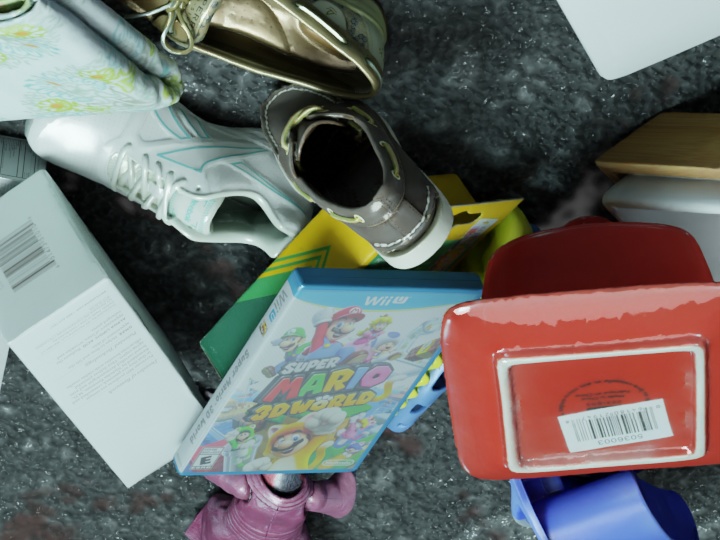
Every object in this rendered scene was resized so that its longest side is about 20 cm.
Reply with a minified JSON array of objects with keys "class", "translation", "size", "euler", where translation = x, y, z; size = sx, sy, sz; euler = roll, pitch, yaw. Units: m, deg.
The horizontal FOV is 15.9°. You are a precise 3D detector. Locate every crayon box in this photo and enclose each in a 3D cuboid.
[{"class":"crayon box","translation":[0.000,0.000,1.703],"size":[0.200,0.052,0.125],"euler":[-45,158,31]}]

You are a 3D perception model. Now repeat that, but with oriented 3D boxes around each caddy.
[{"class":"caddy","translation":[0.156,0.154,1.797],"size":[0.104,0.142,0.200],"euler":[-25,161,14]}]

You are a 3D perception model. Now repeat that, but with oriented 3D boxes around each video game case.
[{"class":"video game case","translation":[-0.022,0.069,1.694],"size":[0.142,0.018,0.200],"euler":[2,139,-32]}]

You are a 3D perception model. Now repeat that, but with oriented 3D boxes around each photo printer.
[{"class":"photo printer","translation":[0.201,-0.219,1.551],"size":[0.199,0.070,0.167],"euler":[-22,127,17]}]

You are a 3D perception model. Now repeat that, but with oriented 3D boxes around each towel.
[{"class":"towel","translation":[-0.222,-0.133,1.561],"size":[0.170,0.049,0.200],"euler":[1,166,20]}]

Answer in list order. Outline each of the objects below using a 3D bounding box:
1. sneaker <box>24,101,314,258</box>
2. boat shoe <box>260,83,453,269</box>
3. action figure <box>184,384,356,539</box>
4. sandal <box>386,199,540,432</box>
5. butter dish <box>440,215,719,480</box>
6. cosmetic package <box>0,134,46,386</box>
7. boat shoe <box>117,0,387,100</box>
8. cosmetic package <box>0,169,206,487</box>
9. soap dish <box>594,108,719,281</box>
[{"class":"sneaker","translation":[-0.121,-0.066,1.673],"size":[0.199,0.081,0.071],"euler":[15,131,-10]},{"class":"boat shoe","translation":[-0.014,-0.071,1.597],"size":[0.072,0.200,0.059],"euler":[-46,129,3]},{"class":"action figure","translation":[-0.075,0.176,1.841],"size":[0.133,0.150,0.201],"euler":[12,143,-3]},{"class":"sandal","translation":[0.078,0.044,1.770],"size":[0.087,0.080,0.200],"euler":[24,128,-24]},{"class":"butter dish","translation":[0.152,0.031,1.659],"size":[0.198,0.149,0.200],"euler":[-5,142,4]},{"class":"cosmetic package","translation":[-0.267,-0.003,1.742],"size":[0.082,0.051,0.201],"euler":[11,129,-10]},{"class":"boat shoe","translation":[-0.075,-0.162,1.601],"size":[0.199,0.063,0.074],"euler":[16,128,-13]},{"class":"cosmetic package","translation":[-0.180,0.042,1.702],"size":[0.081,0.113,0.200],"euler":[-34,144,-1]},{"class":"soap dish","translation":[0.264,-0.034,1.644],"size":[0.157,0.082,0.200],"euler":[40,164,-28]}]
